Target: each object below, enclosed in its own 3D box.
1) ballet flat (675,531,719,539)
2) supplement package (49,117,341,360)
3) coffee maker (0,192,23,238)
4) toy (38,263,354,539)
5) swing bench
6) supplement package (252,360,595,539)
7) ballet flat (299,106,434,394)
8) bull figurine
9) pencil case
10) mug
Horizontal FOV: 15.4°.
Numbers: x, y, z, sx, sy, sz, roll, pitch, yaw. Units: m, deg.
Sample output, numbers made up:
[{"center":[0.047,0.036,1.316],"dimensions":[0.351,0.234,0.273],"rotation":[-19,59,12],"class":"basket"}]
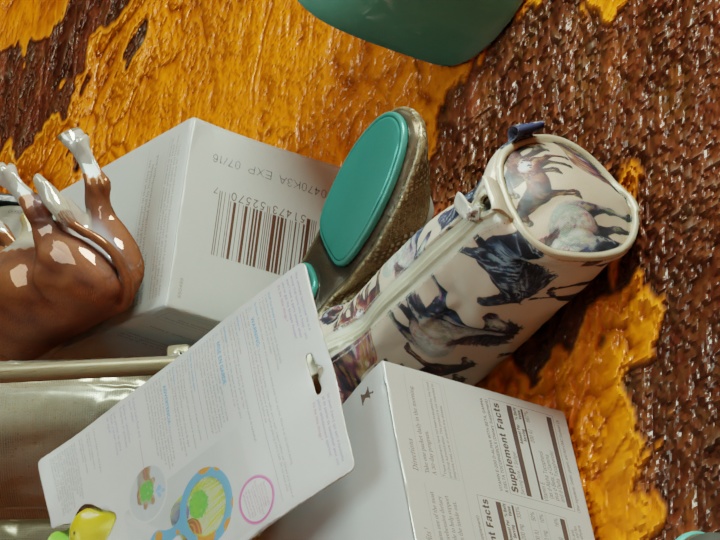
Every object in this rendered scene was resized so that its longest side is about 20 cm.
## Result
[{"center":[0.121,0.206,1.118],"dimensions":[0.068,0.068,0.201],"rotation":[35,107,49],"class":"ballet flat"},{"center":[-0.105,0.001,1.591],"dimensions":[0.200,0.116,0.118],"rotation":[-22,57,55],"class":"supplement package"},{"center":[-0.241,0.076,1.736],"dimensions":[0.200,0.134,0.193],"rotation":[-68,-32,-60],"class":"coffee maker"},{"center":[-0.073,0.099,1.302],"dimensions":[0.200,0.047,0.116],"rotation":[-35,54,28],"class":"toy"},{"center":[-0.168,0.105,1.470],"dimensions":[0.200,0.198,0.131],"rotation":[-141,49,-88],"class":"swing bench"},{"center":[0.029,0.176,1.252],"dimensions":[0.156,0.110,0.201],"rotation":[-51,34,36],"class":"supplement package"},{"center":[0.000,0.000,1.452],"dimensions":[0.200,0.065,0.071],"rotation":[-58,31,27],"class":"ballet flat"},{"center":[-0.195,0.003,1.542],"dimensions":[0.200,0.065,0.122],"rotation":[-26,87,45],"class":"bull figurine"},{"center":[0.048,0.008,1.333],"dimensions":[0.200,0.089,0.078],"rotation":[-44,40,45],"class":"pencil case"},{"center":[0.029,-0.214,1.465],"dimensions":[0.186,0.114,0.152],"rotation":[-61,30,23],"class":"mug"}]
